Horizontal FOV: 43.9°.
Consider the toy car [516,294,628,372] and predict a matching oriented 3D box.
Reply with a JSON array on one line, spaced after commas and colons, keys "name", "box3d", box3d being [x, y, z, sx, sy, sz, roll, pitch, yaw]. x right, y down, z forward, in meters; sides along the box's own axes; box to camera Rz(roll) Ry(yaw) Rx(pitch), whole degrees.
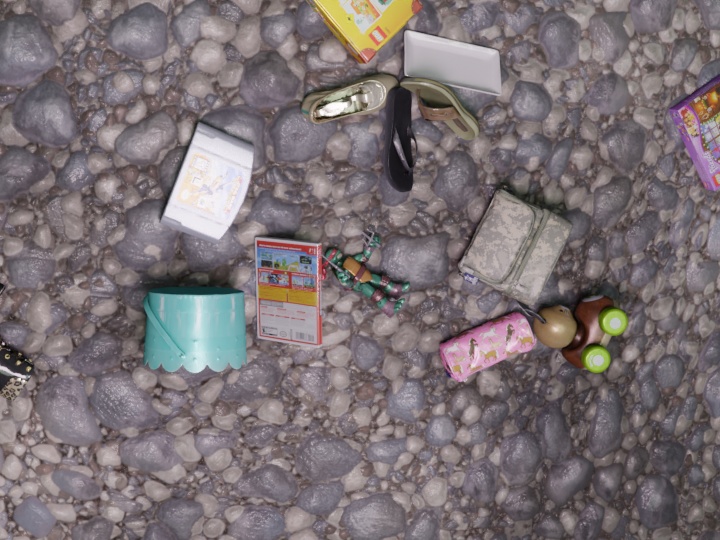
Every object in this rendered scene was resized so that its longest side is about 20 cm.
[{"name": "toy car", "box3d": [0.416, 0.100, 1.834, 0.198, 0.164, 0.159, 23, 97, -5]}]

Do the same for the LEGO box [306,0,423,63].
[{"name": "LEGO box", "box3d": [-0.007, -0.503, 1.626, 0.149, 0.077, 0.200, -43, 109, -1]}]

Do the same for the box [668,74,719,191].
[{"name": "box", "box3d": [0.751, -0.289, 1.879, 0.136, 0.039, 0.201, -34, 108, -3]}]

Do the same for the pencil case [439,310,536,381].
[{"name": "pencil case", "box3d": [0.261, 0.156, 1.839, 0.198, 0.083, 0.087, -24, 113, -8]}]

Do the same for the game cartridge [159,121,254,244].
[{"name": "game cartridge", "box3d": [-0.277, -0.158, 1.662, 0.132, 0.042, 0.202, 21, 97, -13]}]

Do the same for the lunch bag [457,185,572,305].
[{"name": "lunch bag", "box3d": [0.303, -0.047, 1.781, 0.166, 0.139, 0.202, 26, 95, -1]}]

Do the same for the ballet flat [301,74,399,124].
[{"name": "ballet flat", "box3d": [-0.013, -0.318, 1.674, 0.198, 0.069, 0.070, -19, 106, -9]}]

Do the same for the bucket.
[{"name": "bucket", "box3d": [-0.301, 0.103, 1.632, 0.205, 0.207, 0.137, 0, 93, -14]}]

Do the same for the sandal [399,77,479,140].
[{"name": "sandal", "box3d": [0.152, -0.300, 1.691, 0.200, 0.079, 0.058, 36, 75, -31]}]

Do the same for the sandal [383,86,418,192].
[{"name": "sandal", "box3d": [0.080, -0.245, 1.702, 0.076, 0.043, 0.203, -23, 116, -45]}]

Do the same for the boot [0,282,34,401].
[{"name": "boot", "box3d": [-0.652, 0.129, 1.618, 0.153, 0.074, 0.204, 31, 100, -20]}]

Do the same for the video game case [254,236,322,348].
[{"name": "video game case", "box3d": [-0.137, 0.040, 1.705, 0.142, 0.017, 0.203, 7, 105, 27]}]

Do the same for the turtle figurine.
[{"name": "turtle figurine", "box3d": [0.000, 0.000, 1.736, 0.199, 0.101, 0.150, 37, 52, -10]}]

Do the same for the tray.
[{"name": "tray", "box3d": [0.174, -0.391, 1.706, 0.198, 0.022, 0.109, 8, 66, -15]}]
